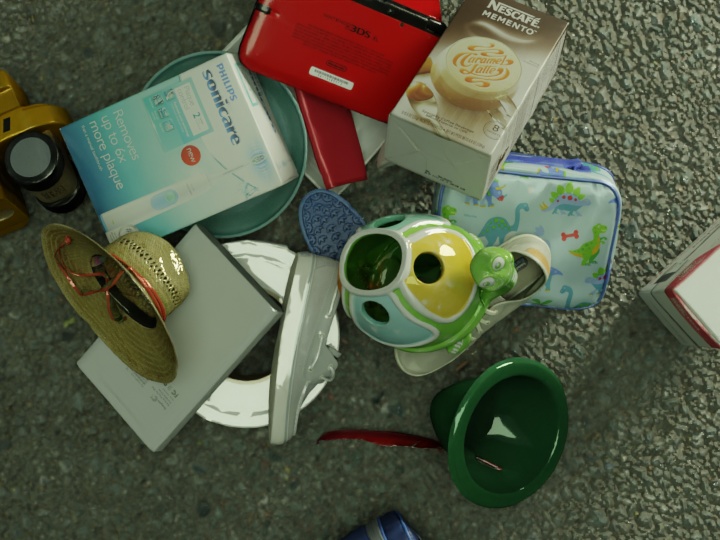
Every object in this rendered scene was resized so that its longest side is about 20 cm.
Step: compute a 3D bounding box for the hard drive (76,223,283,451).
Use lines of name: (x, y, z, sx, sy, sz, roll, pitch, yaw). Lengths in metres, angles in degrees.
hard drive: (-0.189, 0.070, 1.506, 0.132, 0.026, 0.200, 46, 102, 17)

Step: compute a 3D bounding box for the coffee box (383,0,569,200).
coffee box: (0.119, -0.184, 1.490, 0.114, 0.080, 0.200, 24, 59, 12)

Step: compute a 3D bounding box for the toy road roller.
toy road roller: (-0.396, -0.118, 1.538, 0.199, 0.123, 0.147, -24, 76, -1)

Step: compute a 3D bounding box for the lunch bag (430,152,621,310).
lunch bag: (0.174, -0.047, 1.549, 0.199, 0.083, 0.162, 5, 112, -1)

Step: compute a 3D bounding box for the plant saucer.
plant saucer: (-0.150, -0.136, 1.564, 0.199, 0.036, 0.201, 2, 100, 10)

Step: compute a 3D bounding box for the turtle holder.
turtle holder: (0.060, 0.015, 1.433, 0.185, 0.132, 0.141, 31, 93, 36)

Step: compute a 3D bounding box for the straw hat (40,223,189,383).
straw hat: (-0.223, 0.009, 1.459, 0.085, 0.201, 0.201, -40, 92, -29)

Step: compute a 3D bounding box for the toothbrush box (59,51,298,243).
toothbrush box: (-0.186, -0.122, 1.512, 0.199, 0.085, 0.147, -21, 96, 12)

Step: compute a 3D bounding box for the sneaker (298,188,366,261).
sneaker: (0.000, 0.000, 1.565, 0.070, 0.078, 0.200, -36, 93, -5)

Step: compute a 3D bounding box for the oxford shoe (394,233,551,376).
oxford shoe: (0.115, 0.037, 1.501, 0.200, 0.058, 0.075, -39, 106, 9)

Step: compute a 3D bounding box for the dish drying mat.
dish drying mat: (-0.043, -0.187, 1.542, 0.018, 0.077, 0.201, -17, 91, 40)

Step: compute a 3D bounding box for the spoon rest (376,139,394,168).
spoon rest: (0.108, -0.152, 1.564, 0.199, 0.099, 0.061, -27, 90, -11)

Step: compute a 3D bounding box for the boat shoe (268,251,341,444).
boat shoe: (-0.053, 0.083, 1.505, 0.068, 0.072, 0.201, 10, 87, -8)

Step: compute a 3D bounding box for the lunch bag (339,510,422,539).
lunch bag: (0.049, 0.363, 1.544, 0.132, 0.136, 0.201, -30, 92, 0)

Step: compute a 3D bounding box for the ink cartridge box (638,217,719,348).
ink cartridge box: (0.382, 0.004, 1.514, 0.146, 0.200, 0.085, -42, 86, 0)

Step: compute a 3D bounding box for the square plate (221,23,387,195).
square plate: (-0.036, -0.215, 1.586, 0.200, 0.028, 0.198, 43, 89, -2)

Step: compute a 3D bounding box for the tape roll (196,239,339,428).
tape roll: (-0.121, 0.066, 1.569, 0.201, 0.071, 0.204, 0, 91, -1)

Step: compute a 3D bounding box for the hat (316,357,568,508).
hat: (0.101, 0.156, 1.602, 0.199, 0.176, 0.166, 20, 88, -39)

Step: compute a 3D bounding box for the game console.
game console: (-0.022, -0.268, 1.529, 0.199, 0.119, 0.173, 19, 100, -20)
